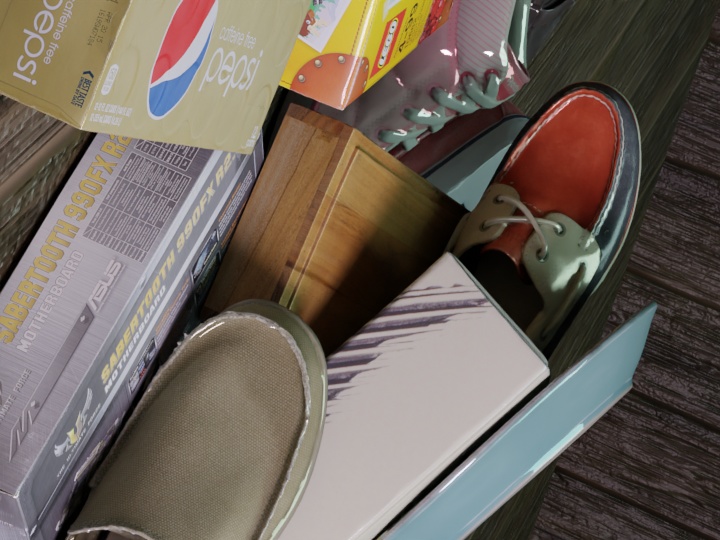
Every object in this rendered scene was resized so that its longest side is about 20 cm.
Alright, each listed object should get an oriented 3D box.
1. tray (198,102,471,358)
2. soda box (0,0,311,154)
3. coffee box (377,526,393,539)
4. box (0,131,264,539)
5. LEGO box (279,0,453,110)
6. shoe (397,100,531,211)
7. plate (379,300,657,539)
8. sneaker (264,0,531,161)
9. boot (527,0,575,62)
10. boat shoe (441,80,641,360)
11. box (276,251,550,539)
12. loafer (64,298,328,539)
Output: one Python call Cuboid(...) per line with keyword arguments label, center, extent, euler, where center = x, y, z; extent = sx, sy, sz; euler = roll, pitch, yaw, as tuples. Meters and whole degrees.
Cuboid(label="tray", center=(0.000, 0.000, 1.030), extent=(0.099, 0.037, 0.200), euler=(-67, 158, -2))
Cuboid(label="soda box", center=(-0.077, -0.085, 0.775), extent=(0.068, 0.064, 0.200), euler=(-68, 168, 5))
Cuboid(label="coffee box", center=(-0.040, 0.149, 1.122), extent=(0.113, 0.079, 0.202), euler=(7, 79, -62))
Cuboid(label="box", center=(-0.103, 0.030, 0.925), extent=(0.159, 0.048, 0.201), euler=(89, 26, -63))
Cuboid(label="LEGO box", center=(0.011, -0.190, 0.947), extent=(0.149, 0.077, 0.201), euler=(-47, 158, -61))
Cuboid(label="shoe", center=(0.002, -0.038, 1.240), extent=(0.199, 0.091, 0.072), euler=(-35, 143, -11))
Cuboid(label="plate", center=(0.066, 0.089, 1.029), extent=(0.200, 0.026, 0.200), euler=(-41, 172, -7))
Cuboid(label="sneaker", center=(0.023, -0.085, 1.150), extent=(0.202, 0.104, 0.075), euler=(-66, 170, 4))
Cuboid(label="boot", center=(0.144, -0.243, 1.545), extent=(0.200, 0.069, 0.175), euler=(-55, 170, -33))
Cuboid(label="boat shoe", center=(0.069, 0.002, 1.053), extent=(0.201, 0.071, 0.063), euler=(-62, 161, 1))
Cuboid(label="box", center=(-0.014, 0.086, 0.968), extent=(0.200, 0.068, 0.082), euler=(-41, 171, -4))
Cuboid(label="loafer", center=(-0.073, 0.101, 0.888), extent=(0.201, 0.075, 0.068), euler=(-63, 175, -11))
